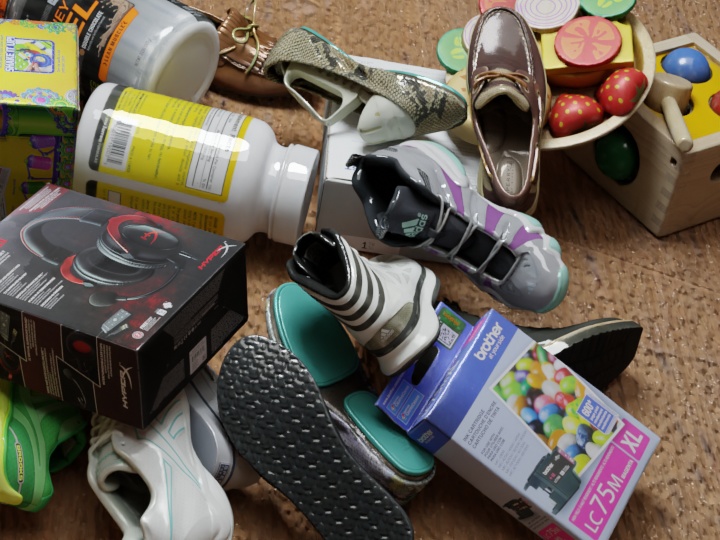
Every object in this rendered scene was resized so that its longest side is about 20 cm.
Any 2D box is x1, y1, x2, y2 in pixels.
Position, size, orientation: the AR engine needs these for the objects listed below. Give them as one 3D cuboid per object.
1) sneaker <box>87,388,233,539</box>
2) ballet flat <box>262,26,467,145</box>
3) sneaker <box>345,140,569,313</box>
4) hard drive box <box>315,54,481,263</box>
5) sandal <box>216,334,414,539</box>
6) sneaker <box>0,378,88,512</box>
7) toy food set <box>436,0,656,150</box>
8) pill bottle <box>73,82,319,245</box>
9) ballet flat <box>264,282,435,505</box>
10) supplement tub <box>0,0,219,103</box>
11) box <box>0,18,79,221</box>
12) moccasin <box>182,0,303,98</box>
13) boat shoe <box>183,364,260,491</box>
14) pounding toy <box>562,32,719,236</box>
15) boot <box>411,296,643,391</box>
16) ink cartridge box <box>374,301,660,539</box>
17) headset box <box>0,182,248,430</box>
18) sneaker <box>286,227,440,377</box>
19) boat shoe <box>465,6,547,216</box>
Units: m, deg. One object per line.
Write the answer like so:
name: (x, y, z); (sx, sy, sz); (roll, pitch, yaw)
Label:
sneaker: (-0.160, 0.123, 1.241); (0.080, 0.070, 0.201); (13, 37, -47)
ballet flat: (-0.003, -0.153, 1.540); (0.200, 0.068, 0.075); (26, 63, 25)
sneaker: (0.065, -0.030, 1.397); (0.200, 0.078, 0.140); (40, 25, 26)
hard drive box: (0.041, -0.104, 1.592); (0.155, 0.077, 0.200); (9, 39, -4)
sandal: (-0.038, 0.139, 1.269); (0.075, 0.048, 0.201); (-35, 85, -5)
sneaker: (-0.244, 0.109, 1.286); (0.083, 0.074, 0.200); (34, 31, -18)
toy food set: (0.169, -0.192, 1.584); (0.199, 0.049, 0.199); (-5, 54, 9)
pill bottle: (-0.141, -0.086, 1.496); (0.199, 0.113, 0.113); (14, 39, 2)
ballet flat: (-0.021, 0.102, 1.331); (0.072, 0.072, 0.201); (-20, 61, -33)
supplement tub: (-0.242, -0.221, 1.622); (0.200, 0.123, 0.122); (29, 42, 20)
box: (-0.326, -0.087, 1.380); (0.192, 0.201, 0.122); (3, 40, -13)
moccasin: (-0.130, -0.224, 1.690); (0.201, 0.078, 0.074); (21, 40, 10)
boat shoe: (-0.142, 0.094, 1.326); (0.065, 0.074, 0.200); (13, 36, -49)
pounding toy: (0.299, -0.136, 1.645); (0.199, 0.143, 0.184); (-18, 47, -31)
boot: (0.120, 0.053, 1.433); (0.199, 0.078, 0.138); (-16, 42, -31)
ink cartridge box: (0.120, 0.116, 1.311); (0.200, 0.042, 0.119); (36, 56, -1)
headset box: (-0.204, 0.019, 1.265); (0.199, 0.075, 0.149); (17, 38, 22)
sneaker: (0.000, 0.000, 1.352); (0.115, 0.076, 0.201); (46, 7, -14)
boat shoe: (0.126, -0.142, 1.488); (0.072, 0.072, 0.201); (2, 72, 3)
